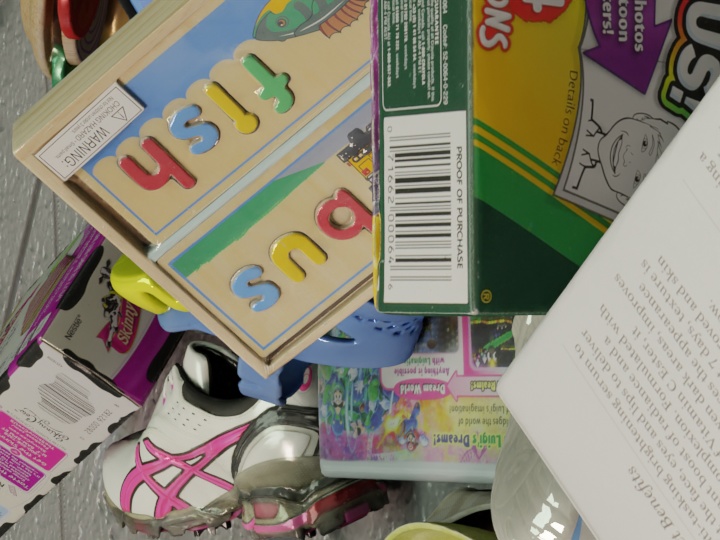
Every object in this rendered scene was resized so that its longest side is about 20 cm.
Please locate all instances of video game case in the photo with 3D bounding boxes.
[{"bbox_3d":[0.052,-0.008,1.037,0.200,0.024,0.182,-3,88,49],"label":"video game case"}]

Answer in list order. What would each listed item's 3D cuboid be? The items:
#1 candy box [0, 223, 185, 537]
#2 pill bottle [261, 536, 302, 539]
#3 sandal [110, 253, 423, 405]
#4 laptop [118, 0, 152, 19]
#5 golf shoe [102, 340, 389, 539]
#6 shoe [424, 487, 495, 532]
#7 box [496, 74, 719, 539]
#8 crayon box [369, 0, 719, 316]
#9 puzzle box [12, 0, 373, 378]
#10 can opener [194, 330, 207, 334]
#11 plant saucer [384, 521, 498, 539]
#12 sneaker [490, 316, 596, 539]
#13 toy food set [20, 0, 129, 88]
[{"bbox_3d":[-0.140,0.036,1.316,0.200,0.061,0.136,-43,15,53],"label":"candy box"},{"bbox_3d":[-0.008,0.207,0.995,0.200,0.110,0.110,53,137,21],"label":"pill bottle"},{"bbox_3d":[0.000,0.000,1.036,0.200,0.079,0.087,-14,118,41],"label":"sandal"},{"bbox_3d":[-0.038,-0.144,1.065,0.177,0.103,0.200,-31,36,16],"label":"laptop"},{"bbox_3d":[-0.061,0.073,1.217,0.200,0.073,0.092,-9,101,55],"label":"golf shoe"},{"bbox_3d":[0.072,0.118,1.008,0.200,0.053,0.070,-1,90,61],"label":"shoe"},{"bbox_3d":[0.159,0.000,0.731,0.106,0.152,0.200,56,140,23],"label":"box"},{"bbox_3d":[0.088,-0.086,0.850,0.058,0.172,0.200,0,90,56],"label":"crayon box"},{"bbox_3d":[-0.003,-0.064,0.913,0.200,0.133,0.025,-39,28,17],"label":"puzzle box"},{"bbox_3d":[-0.016,-0.037,1.163,0.200,0.066,0.053,-62,41,32],"label":"can opener"},{"bbox_3d":[0.074,0.174,0.969,0.200,0.031,0.200,44,150,34],"label":"plant saucer"},{"bbox_3d":[0.090,0.015,0.927,0.072,0.072,0.200,-17,59,53],"label":"sneaker"},{"bbox_3d":[-0.098,-0.169,1.231,0.200,0.049,0.198,-68,-10,13],"label":"toy food set"}]
